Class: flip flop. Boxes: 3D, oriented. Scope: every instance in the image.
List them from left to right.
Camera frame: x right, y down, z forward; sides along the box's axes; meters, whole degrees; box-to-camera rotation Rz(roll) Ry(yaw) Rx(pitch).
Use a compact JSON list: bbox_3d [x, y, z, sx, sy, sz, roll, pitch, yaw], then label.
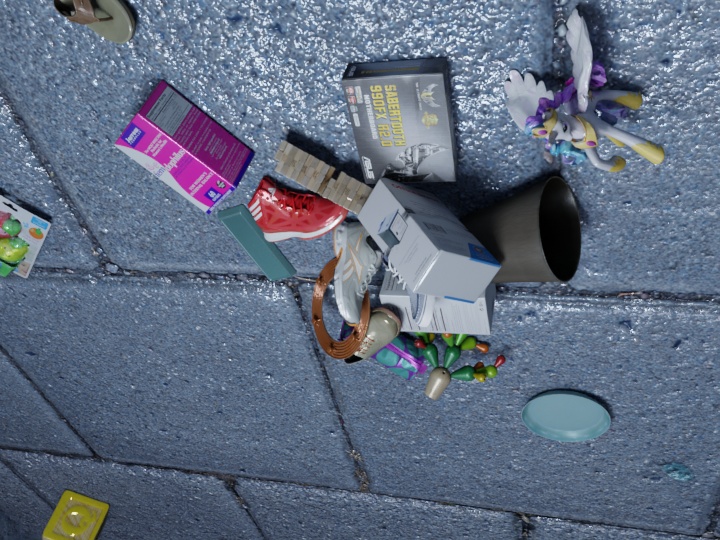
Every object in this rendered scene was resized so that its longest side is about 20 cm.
[{"bbox_3d":[-0.435,-0.411,1.026,0.199,0.058,0.081,36,135,-21],"label":"flip flop"}]

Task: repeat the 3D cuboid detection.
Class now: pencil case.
[{"bbox_3d":[0.049,0.159,1.474,0.199,0.086,0.092,32,172,-19],"label":"pencil case"}]

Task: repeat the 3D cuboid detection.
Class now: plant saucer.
[{"bbox_3d":[-0.210,-0.050,1.381,0.069,0.019,0.201,-13,130,29],"label":"plant saucer"},{"bbox_3d":[0.475,0.335,1.577,0.198,0.028,0.201,10,138,9],"label":"plant saucer"}]

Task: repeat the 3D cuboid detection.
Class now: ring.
[{"bbox_3d":[-0.046,0.074,1.342,0.019,0.202,0.200,4,150,-37],"label":"ring"}]

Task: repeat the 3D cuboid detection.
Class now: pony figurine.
[{"bbox_3d":[0.298,-0.224,0.925,0.198,0.195,0.167,10,146,-23],"label":"pony figurine"}]

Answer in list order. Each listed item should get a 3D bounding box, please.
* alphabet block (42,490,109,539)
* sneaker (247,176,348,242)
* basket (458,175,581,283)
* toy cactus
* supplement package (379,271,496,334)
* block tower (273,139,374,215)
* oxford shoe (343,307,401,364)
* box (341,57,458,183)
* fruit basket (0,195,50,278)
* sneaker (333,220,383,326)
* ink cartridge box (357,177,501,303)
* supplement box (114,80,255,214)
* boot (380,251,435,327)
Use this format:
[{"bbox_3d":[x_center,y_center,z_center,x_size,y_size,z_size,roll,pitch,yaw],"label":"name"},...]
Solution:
[{"bbox_3d":[-1.141,1.029,2.724,0.194,0.198,0.201,21,139,-8],"label":"alphabet block"},{"bbox_3d":[-0.125,-0.118,1.235,0.198,0.079,0.116,-14,132,28],"label":"sneaker"},{"bbox_3d":[0.247,-0.048,1.139,0.199,0.182,0.136,-15,142,43],"label":"basket"},{"bbox_3d":[0.189,0.196,1.429,0.199,0.102,0.166,27,94,-4],"label":"toy cactus"},{"bbox_3d":[0.150,0.043,1.295,0.198,0.114,0.110,1,138,19],"label":"supplement package"},{"bbox_3d":[-0.054,-0.152,1.167,0.199,0.058,0.054,28,97,-6],"label":"block tower"},{"bbox_3d":[0.021,0.135,1.317,0.071,0.074,0.200,38,148,3],"label":"oxford shoe"},{"bbox_3d":[0.067,-0.229,1.072,0.157,0.049,0.201,2,137,16],"label":"box"},{"bbox_3d":[-0.787,-0.082,1.474,0.184,0.094,0.200,32,133,-17],"label":"fruit basket"},{"bbox_3d":[0.000,0.000,1.245,0.091,0.202,0.076,-5,165,10],"label":"sneaker"},{"bbox_3d":[0.107,-0.048,1.092,0.145,0.200,0.086,12,119,-39],"label":"ink cartridge box"},{"bbox_3d":[-0.301,-0.209,1.173,0.199,0.104,0.101,38,135,-21],"label":"supplement box"},{"bbox_3d":[0.080,0.006,1.203,0.089,0.202,0.073,9,143,-11],"label":"boot"}]
